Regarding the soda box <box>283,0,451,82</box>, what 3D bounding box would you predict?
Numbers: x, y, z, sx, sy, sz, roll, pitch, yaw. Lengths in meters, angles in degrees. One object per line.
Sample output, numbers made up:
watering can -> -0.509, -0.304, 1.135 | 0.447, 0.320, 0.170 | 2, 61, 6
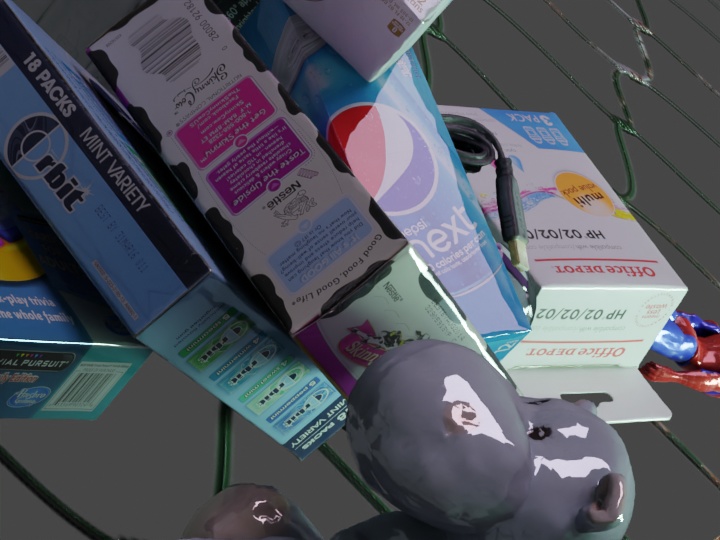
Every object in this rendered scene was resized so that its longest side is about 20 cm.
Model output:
soda box -> -0.037, -0.185, 1.157 | 0.200, 0.068, 0.064 | 44, 59, -1

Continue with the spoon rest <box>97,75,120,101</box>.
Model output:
spoon rest -> -0.149, -0.131, 1.271 | 0.200, 0.061, 0.099 | 46, 52, 1

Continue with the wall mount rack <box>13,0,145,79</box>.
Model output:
wall mount rack -> -0.147, -0.162, 1.174 | 0.200, 0.174, 0.075 | 46, 21, 13

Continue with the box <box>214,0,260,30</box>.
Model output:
box -> -0.062, -0.188, 1.314 | 0.200, 0.197, 0.118 | 39, 53, -9

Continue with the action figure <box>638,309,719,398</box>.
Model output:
action figure -> 0.191, 0.039, 1.572 | 0.200, 0.052, 0.066 | 34, 26, -34

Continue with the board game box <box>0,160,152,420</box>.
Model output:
board game box -> -0.192, -0.028, 1.003 | 0.200, 0.047, 0.151 | 51, 22, 24

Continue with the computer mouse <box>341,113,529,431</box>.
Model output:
computer mouse -> 0.022, 0.005, 1.246 | 0.140, 0.046, 0.201 | 8, 58, -27

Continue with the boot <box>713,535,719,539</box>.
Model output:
boot -> 0.131, 0.169, 1.031 | 0.073, 0.151, 0.200 | 34, 22, -5

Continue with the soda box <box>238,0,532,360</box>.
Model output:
soda box -> 0.005, -0.040, 1.188 | 0.064, 0.068, 0.201 | -9, 66, -33

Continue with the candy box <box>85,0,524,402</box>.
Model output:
candy box -> -0.023, -0.018, 1.050 | 0.200, 0.061, 0.136 | 51, 0, 41

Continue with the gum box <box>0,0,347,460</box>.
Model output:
gum box -> -0.089, -0.016, 1.083 | 0.170, 0.045, 0.200 | 51, 3, 25

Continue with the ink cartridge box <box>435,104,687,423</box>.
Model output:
ink cartridge box -> 0.104, -0.005, 1.434 | 0.115, 0.068, 0.200 | 0, 43, -37

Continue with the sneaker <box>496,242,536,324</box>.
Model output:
sneaker -> 0.000, 0.000, 1.299 | 0.200, 0.074, 0.088 | 30, 42, -15

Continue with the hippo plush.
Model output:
hippo plush -> 0.033, 0.121, 0.941 | 0.200, 0.161, 0.159 | 35, 20, -17
